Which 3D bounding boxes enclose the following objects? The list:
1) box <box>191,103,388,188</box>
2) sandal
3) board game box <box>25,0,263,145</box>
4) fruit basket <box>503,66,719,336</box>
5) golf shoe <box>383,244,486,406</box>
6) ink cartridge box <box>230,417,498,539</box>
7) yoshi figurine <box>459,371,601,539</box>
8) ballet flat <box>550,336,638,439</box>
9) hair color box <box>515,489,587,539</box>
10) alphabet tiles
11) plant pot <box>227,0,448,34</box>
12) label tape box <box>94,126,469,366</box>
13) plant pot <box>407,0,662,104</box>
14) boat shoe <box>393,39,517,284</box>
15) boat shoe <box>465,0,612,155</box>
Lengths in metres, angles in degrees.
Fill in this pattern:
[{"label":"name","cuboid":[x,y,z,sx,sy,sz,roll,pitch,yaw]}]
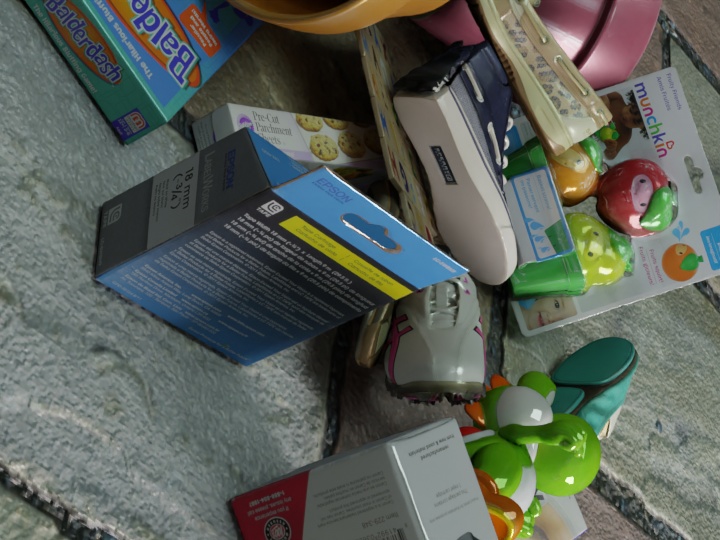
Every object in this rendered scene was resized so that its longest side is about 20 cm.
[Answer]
[{"label":"box","cuboid":[-0.044,-0.091,1.286,0.199,0.038,0.042,3,67,-53]},{"label":"sandal","cuboid":[0.000,0.000,1.273,0.053,0.081,0.201,8,36,-4]},{"label":"board game box","cuboid":[-0.148,-0.202,1.202,0.153,0.045,0.200,55,36,-17]},{"label":"fruit basket","cuboid":[0.204,-0.060,1.466,0.094,0.198,0.187,32,41,-79]},{"label":"golf shoe","cuboid":[0.052,0.039,1.246,0.200,0.072,0.093,-97,-172,-76]},{"label":"ink cartridge box","cuboid":[0.020,0.213,1.102,0.085,0.147,0.202,-16,85,-54]},{"label":"yoshi figurine","cuboid":[0.118,0.146,1.212,0.200,0.111,0.113,-52,127,-55]},{"label":"ballet flat","cuboid":[0.186,0.122,1.469,0.200,0.067,0.071,-35,124,-55]},{"label":"hair color box","cuboid":[0.087,0.182,1.287,0.199,0.064,0.110,-21,88,-55]},{"label":"alphabet tiles","cuboid":[0.028,-0.110,1.361,0.166,0.006,0.202,48,29,-70]},{"label":"plant pot","cuboid":[0.002,-0.263,1.244,0.183,0.199,0.202,6,66,-63]},{"label":"label tape box","cuboid":[-0.050,-0.022,1.095,0.144,0.199,0.064,33,46,-39]},{"label":"plant pot","cuboid":[0.138,-0.253,1.515,0.178,0.200,0.202,16,57,-30]},{"label":"boat shoe","cuboid":[0.100,-0.092,1.404,0.093,0.074,0.201,-44,127,-33]},{"label":"boat shoe","cuboid":[0.136,-0.194,1.402,0.201,0.062,0.073,61,3,-15]}]
